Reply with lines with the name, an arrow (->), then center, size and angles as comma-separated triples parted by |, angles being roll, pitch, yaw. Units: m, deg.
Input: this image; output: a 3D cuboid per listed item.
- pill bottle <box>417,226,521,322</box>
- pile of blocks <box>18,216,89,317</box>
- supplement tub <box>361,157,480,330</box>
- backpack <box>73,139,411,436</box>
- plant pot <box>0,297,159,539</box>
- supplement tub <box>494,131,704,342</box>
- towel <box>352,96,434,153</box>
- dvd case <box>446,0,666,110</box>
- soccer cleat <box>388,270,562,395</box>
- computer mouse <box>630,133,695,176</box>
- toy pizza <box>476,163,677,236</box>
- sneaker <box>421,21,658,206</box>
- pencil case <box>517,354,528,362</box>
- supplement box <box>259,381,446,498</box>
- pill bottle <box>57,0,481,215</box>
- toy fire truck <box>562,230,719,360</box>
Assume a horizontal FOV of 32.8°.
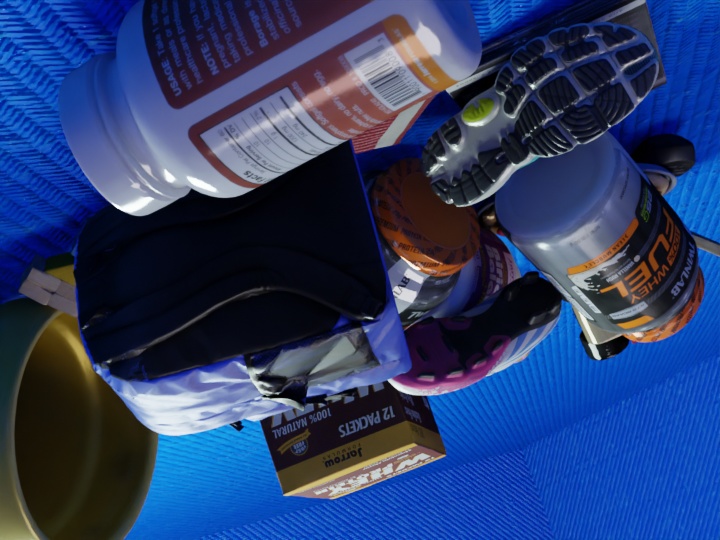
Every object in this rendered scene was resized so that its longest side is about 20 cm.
pill bottle -> 0.086, 0.007, 1.168 | 0.111, 0.113, 0.200 | -26, 164, 21
pile of blocks -> -0.151, -0.025, 0.898 | 0.198, 0.083, 0.062 | -9, -153, -5
supplement tub -> 0.000, 0.000, 1.009 | 0.122, 0.124, 0.200 | -5, 156, -42
backpack -> -0.077, 0.026, 0.804 | 0.198, 0.164, 0.168 | -16, 144, 1
plant pot -> -0.287, 0.123, 0.956 | 0.187, 0.203, 0.200 | -3, 171, 21
supplement tub -> 0.214, -0.026, 1.064 | 0.122, 0.123, 0.200 | -27, 134, 27
towel -> -0.038, -0.108, 0.797 | 0.198, 0.023, 0.144 | -13, 163, -26
dvd case -> 0.149, -0.145, 0.912 | 0.147, 0.016, 0.200 | -23, 165, 14
soccer cleat -> 0.097, 0.071, 1.064 | 0.199, 0.070, 0.087 | -23, 151, -32
computer mouse -> 0.276, -0.097, 1.221 | 0.058, 0.034, 0.200 | -7, 169, -13
toy pizza -> 0.208, -0.058, 1.186 | 0.198, 0.032, 0.200 | -9, 168, -2
sneaker -> 0.125, -0.116, 0.858 | 0.199, 0.078, 0.079 | -28, -178, 43
pencil case -> 0.155, 0.078, 1.561 | 0.083, 0.086, 0.200 | -56, 155, 11
supplement box -> -0.022, 0.105, 1.202 | 0.132, 0.202, 0.197 | -22, 165, 8
pill bottle -> -0.049, -0.107, 0.615 | 0.198, 0.113, 0.112 | -25, 164, 19
toy fire truck -> 0.307, -0.002, 1.259 | 0.198, 0.129, 0.176 | -24, -159, 13
